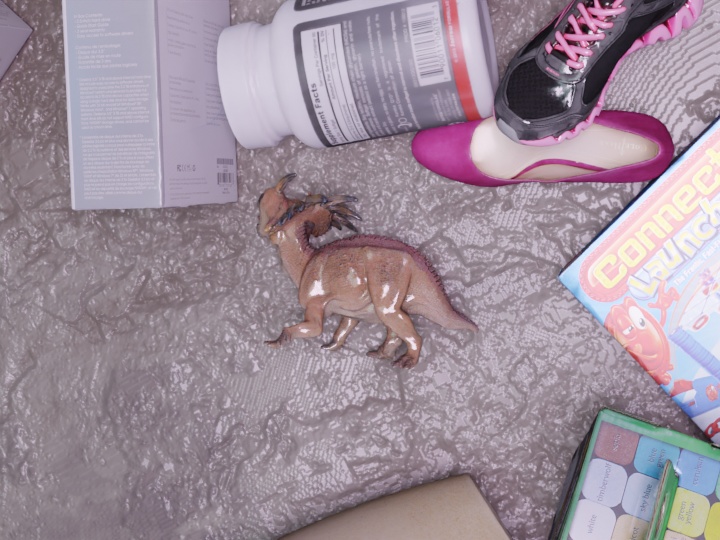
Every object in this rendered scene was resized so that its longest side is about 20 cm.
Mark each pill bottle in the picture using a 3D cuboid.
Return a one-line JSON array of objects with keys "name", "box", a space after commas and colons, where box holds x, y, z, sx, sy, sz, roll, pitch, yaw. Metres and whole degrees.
[{"name": "pill bottle", "box": [-0.001, -0.157, 0.851, 0.197, 0.116, 0.118, -9, 93, 14]}]

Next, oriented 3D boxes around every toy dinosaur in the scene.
[{"name": "toy dinosaur", "box": [0.000, 0.000, 0.885, 0.197, 0.086, 0.138, 9, 90, 6]}]

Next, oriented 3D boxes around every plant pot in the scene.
[{"name": "plant pot", "box": [0.028, 0.252, 0.862, 0.199, 0.187, 0.189, -33, 87, 1]}]

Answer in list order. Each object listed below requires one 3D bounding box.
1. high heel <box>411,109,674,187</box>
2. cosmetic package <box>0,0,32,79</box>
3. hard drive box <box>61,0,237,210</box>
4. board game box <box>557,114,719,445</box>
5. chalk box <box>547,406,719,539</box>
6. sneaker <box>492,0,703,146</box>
[{"name": "high heel", "box": [0.130, -0.091, 0.836, 0.197, 0.096, 0.068, 8, 97, 12]}, {"name": "cosmetic package", "box": [-0.392, -0.228, 0.951, 0.199, 0.085, 0.108, 40, 105, 6]}, {"name": "hard drive box", "box": [-0.158, -0.150, 0.867, 0.076, 0.156, 0.203, 0, 94, 14]}, {"name": "board game box", "box": [0.283, 0.006, 0.830, 0.196, 0.056, 0.200, 45, 103, 5]}, {"name": "chalk box", "box": [0.200, 0.180, 0.776, 0.122, 0.200, 0.126, 19, 74, 10]}, {"name": "sneaker", "box": [0.166, -0.174, 0.789, 0.079, 0.096, 0.200, 40, 77, 21]}]
